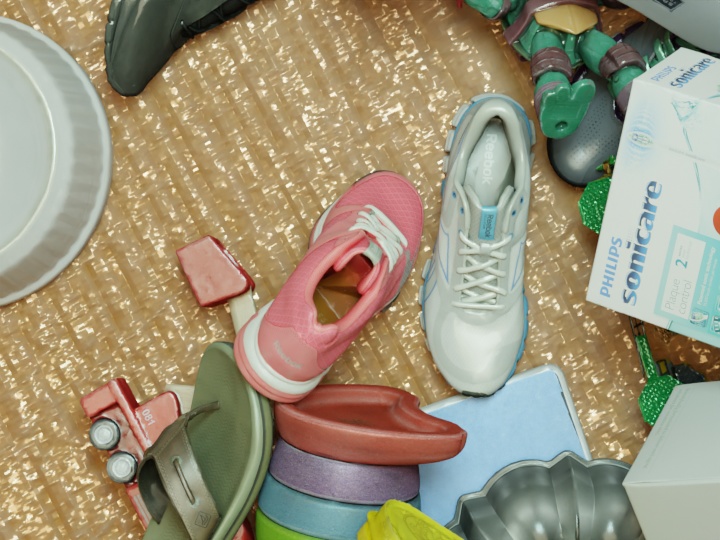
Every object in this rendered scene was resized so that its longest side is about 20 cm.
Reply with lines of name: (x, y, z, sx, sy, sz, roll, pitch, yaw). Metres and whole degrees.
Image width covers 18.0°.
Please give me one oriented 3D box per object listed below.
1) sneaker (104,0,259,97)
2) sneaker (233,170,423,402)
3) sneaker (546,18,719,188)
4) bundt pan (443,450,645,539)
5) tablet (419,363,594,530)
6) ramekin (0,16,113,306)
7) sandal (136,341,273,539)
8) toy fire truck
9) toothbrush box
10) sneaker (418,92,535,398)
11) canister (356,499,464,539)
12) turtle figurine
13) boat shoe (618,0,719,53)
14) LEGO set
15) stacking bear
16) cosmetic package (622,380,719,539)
sneaker: (-0.097, -0.195, 1.493, 0.090, 0.076, 0.201, 32, 91, 7)
sneaker: (0.000, 0.000, 1.441, 0.074, 0.087, 0.201, 40, 49, -7)
sneaker: (0.196, -0.138, 1.476, 0.074, 0.088, 0.200, 43, 90, 3)
bundt pan: (0.136, 0.221, 1.462, 0.200, 0.076, 0.204, 0, 94, 1)
tablet: (0.059, 0.154, 1.507, 0.198, 0.014, 0.131, -19, 88, 2)
ramekin: (-0.267, -0.073, 1.487, 0.200, 0.094, 0.204, 0, 88, 2)
sandal: (-0.111, 0.142, 1.426, 0.057, 0.080, 0.203, 20, 90, -40)
toy fire truck: (-0.105, 0.094, 1.497, 0.140, 0.049, 0.201, -28, 87, 1)
toothbrush box: (0.249, -0.028, 1.342, 0.199, 0.085, 0.148, 22, 117, 22)
sneaker: (0.076, -0.018, 1.477, 0.074, 0.087, 0.202, 2, 89, 1)
canister: (0.012, 0.259, 1.383, 0.148, 0.087, 0.200, 35, 104, -18)
turtle figurine: (0.130, -0.172, 1.461, 0.148, 0.101, 0.201, -15, 53, -6)
boat shoe: (0.171, -0.207, 1.379, 0.199, 0.072, 0.066, 27, 61, -20)
LEGO set: (0.236, 0.002, 1.476, 0.153, 0.116, 0.201, -25, 88, 27)
stacking bear: (-0.014, 0.184, 1.451, 0.113, 0.121, 0.202, 3, 102, -24)
cosmetic package: (0.245, 0.177, 1.406, 0.084, 0.108, 0.201, -8, 117, 35)
